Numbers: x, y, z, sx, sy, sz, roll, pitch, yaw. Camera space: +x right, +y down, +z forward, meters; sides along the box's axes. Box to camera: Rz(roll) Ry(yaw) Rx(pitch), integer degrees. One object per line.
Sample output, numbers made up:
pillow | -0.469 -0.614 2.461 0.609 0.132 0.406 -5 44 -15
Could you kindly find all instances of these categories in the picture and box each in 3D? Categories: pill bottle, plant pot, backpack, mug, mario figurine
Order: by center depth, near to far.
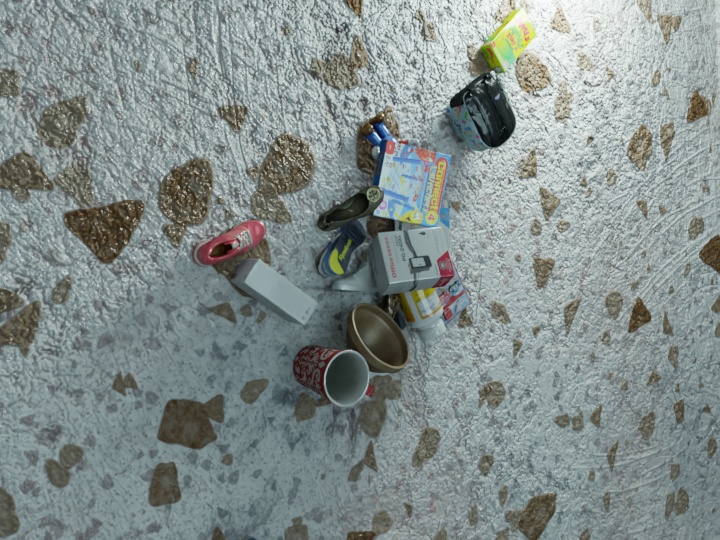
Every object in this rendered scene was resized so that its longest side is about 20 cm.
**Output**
mug | -0.073 0.275 1.682 0.133 0.198 0.180 -41 112 -24
plant pot | 0.027 0.192 1.717 0.199 0.093 0.203 35 31 -24
mario figurine | 0.097 -0.338 1.825 0.123 0.106 0.200 -39 107 12
pill bottle | 0.169 0.092 1.875 0.110 0.110 0.204 -29 102 -28
backpack | 0.364 -0.460 1.970 0.177 0.150 0.202 -40 104 -22

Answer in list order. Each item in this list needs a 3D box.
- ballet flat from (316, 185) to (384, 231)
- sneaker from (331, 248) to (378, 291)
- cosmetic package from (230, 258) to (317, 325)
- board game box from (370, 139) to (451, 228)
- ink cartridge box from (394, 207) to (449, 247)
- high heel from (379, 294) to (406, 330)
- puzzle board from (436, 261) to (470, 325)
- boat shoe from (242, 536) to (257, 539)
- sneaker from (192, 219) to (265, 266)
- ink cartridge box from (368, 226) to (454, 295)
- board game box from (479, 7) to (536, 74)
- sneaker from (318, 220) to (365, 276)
ballet flat | -0.028 -0.161 1.726 0.196 0.046 0.069 -26 82 9
sneaker | 0.000 0.000 1.801 0.197 0.073 0.119 -2 91 -43
cosmetic package | -0.214 0.053 1.643 0.199 0.101 0.075 40 71 -28
board game box | 0.131 -0.231 1.787 0.191 0.056 0.205 9 95 -19
ink cartridge box | 0.161 -0.122 1.898 0.196 0.067 0.119 -1 91 -33
high heel | 0.046 0.153 1.812 0.200 0.070 0.145 -45 131 -31
puzzle board | 0.242 0.088 1.988 0.199 0.017 0.153 -36 110 -27
boat shoe | -0.233 0.762 1.669 0.072 0.072 0.201 -46 114 -22
sneaker | -0.302 -0.061 1.589 0.198 0.086 0.075 -30 108 -28
ink cartridge box | 0.135 -0.027 1.768 0.195 0.084 0.149 -7 71 -20
board game box | 0.469 -0.725 2.091 0.201 0.047 0.102 -49 115 -22
sneaker | -0.053 -0.062 1.764 0.074 0.082 0.201 47 48 -15
